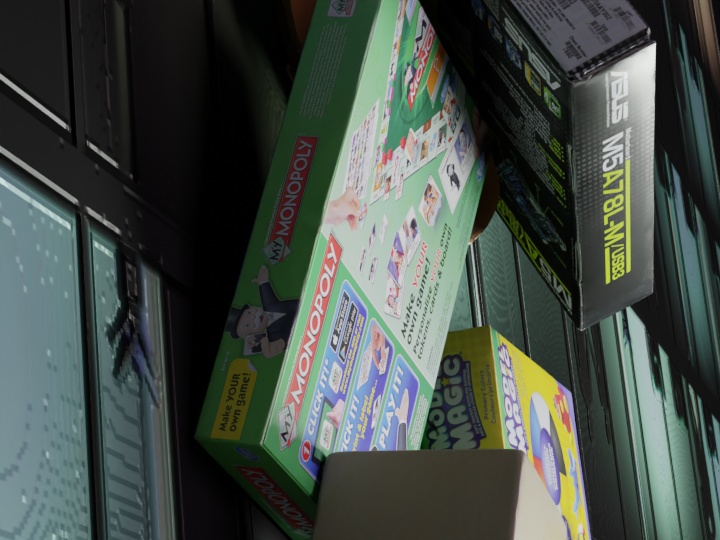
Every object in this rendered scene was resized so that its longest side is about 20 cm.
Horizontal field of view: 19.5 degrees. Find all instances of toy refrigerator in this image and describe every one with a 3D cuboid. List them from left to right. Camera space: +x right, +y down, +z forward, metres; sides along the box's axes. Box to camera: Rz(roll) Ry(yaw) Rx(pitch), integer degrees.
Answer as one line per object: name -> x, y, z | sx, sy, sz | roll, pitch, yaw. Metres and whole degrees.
toy refrigerator -> 0.018, 0.165, 0.704 | 0.070, 0.075, 0.201 | 59, 34, -52

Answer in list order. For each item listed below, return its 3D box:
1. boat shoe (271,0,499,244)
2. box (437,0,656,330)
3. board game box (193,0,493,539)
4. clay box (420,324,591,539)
boat shoe -> -0.001, -0.093, 0.895 | 0.070, 0.070, 0.201 | 41, -22, 47
box -> 0.059, -0.101, 0.914 | 0.200, 0.047, 0.194 | 57, -9, 31
board game box -> 0.000, 0.000, 0.795 | 0.135, 0.029, 0.201 | 54, 45, -54
clay box -> 0.068, 0.099, 1.023 | 0.200, 0.047, 0.116 | 37, 44, -68
